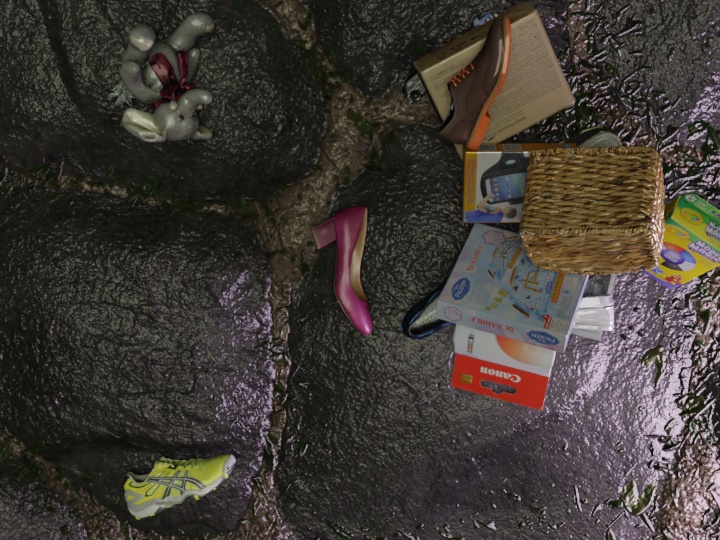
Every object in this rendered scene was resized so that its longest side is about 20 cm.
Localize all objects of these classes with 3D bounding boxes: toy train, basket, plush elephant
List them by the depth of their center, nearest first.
[{"bbox_3d":[0.349,-0.086,1.568,0.199,0.143,0.150,-1,62,24],"label":"basket"},{"bbox_3d":[-0.291,-0.271,1.621,0.155,0.164,0.200,52,125,7],"label":"plush elephant"},{"bbox_3d":[0.146,-0.339,1.667,0.200,0.034,0.046,-39,84,7],"label":"toy train"}]

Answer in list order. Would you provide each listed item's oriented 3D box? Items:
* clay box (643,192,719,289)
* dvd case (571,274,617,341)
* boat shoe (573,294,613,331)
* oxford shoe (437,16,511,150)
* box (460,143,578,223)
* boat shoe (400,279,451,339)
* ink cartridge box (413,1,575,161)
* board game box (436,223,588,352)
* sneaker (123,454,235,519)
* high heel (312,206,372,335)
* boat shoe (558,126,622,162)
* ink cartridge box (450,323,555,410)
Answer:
[{"bbox_3d":[0.492,-0.043,1.625,0.114,0.200,0.048,32,68,-4],"label":"clay box"},{"bbox_3d":[0.336,-0.002,1.696,0.149,0.025,0.202,14,100,17],"label":"dvd case"},{"bbox_3d":[0.299,0.078,1.665,0.199,0.074,0.066,-6,91,21],"label":"boat shoe"},{"bbox_3d":[0.169,-0.278,1.554,0.072,0.071,0.201,14,110,-7],"label":"oxford shoe"},{"bbox_3d":[0.256,-0.135,1.634,0.198,0.042,0.120,0,116,3],"label":"box"},{"bbox_3d":[0.158,0.053,1.705,0.200,0.069,0.084,-42,96,6],"label":"boat shoe"},{"bbox_3d":[0.206,-0.290,1.630,0.199,0.075,0.165,-27,116,3],"label":"ink cartridge box"},{"bbox_3d":[0.240,0.022,1.618,0.198,0.200,0.041,16,133,16],"label":"board game box"},{"bbox_3d":[-0.303,0.344,1.752,0.199,0.075,0.077,-23,98,2],"label":"sneaker"},{"bbox_3d":[0.000,0.000,1.697,0.096,0.067,0.201,-23,94,15],"label":"high heel"},{"bbox_3d":[0.316,-0.163,1.676,0.200,0.061,0.072,-26,112,13],"label":"boat shoe"},{"bbox_3d":[0.223,0.138,1.671,0.161,0.050,0.201,14,123,12],"label":"ink cartridge box"}]
